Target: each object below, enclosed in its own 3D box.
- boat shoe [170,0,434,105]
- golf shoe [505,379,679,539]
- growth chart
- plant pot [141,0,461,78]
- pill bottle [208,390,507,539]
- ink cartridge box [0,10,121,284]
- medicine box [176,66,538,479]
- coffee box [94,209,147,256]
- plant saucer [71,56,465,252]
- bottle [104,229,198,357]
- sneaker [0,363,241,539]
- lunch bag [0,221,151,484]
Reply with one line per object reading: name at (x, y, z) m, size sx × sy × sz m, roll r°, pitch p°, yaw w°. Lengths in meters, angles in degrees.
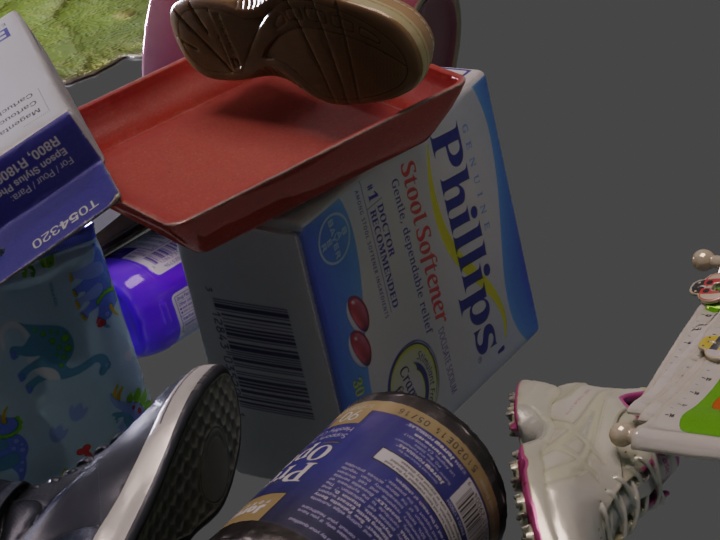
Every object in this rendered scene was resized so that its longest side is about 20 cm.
boat shoe at (-0.024, -0.142, 1.593) m, size 0.064 × 0.071 × 0.200 m, roll -34°, pitch 31°, yaw -33°
golf shoe at (0.126, 0.114, 1.513) m, size 0.091 × 0.076 × 0.200 m, roll -7°, pitch 28°, yaw 6°
growth chart at (0.220, 0.046, 1.529) m, size 0.144 × 0.018 × 0.200 m, roll -1°, pitch 33°, yaw 28°
plant pot at (-0.033, -0.165, 2.029) m, size 0.178 × 0.201 × 0.200 m, roll 16°, pitch 36°, yaw 20°
pill bottle at (-0.018, 0.157, 1.451) m, size 0.112 × 0.112 × 0.200 m, roll 6°, pitch 32°, yaw 35°
ink cartridge box at (-0.245, -0.043, 1.596) m, size 0.196 × 0.043 × 0.200 m, roll -35°, pitch 32°, yaw 0°
medicine box at (0.000, 0.000, 1.671) m, size 0.103 × 0.183 × 0.200 m, roll 8°, pitch 34°, yaw 36°
coffee box at (-0.184, -0.047, 1.861) m, size 0.200 × 0.080 × 0.113 m, roll -32°, pitch 0°, yaw 17°
plant saucer at (-0.069, -0.076, 1.608) m, size 0.200 × 0.037 × 0.199 m, roll -27°, pitch 29°, yaw -25°
bottle at (-0.092, -0.013, 1.875) m, size 0.200 × 0.065 × 0.083 m, roll -33°, pitch 26°, yaw -34°
sneaker at (-0.153, 0.114, 1.446) m, size 0.146 × 0.077 × 0.202 m, roll 3°, pitch 36°, yaw 23°
lunch bag at (-0.239, 0.063, 1.680) m, size 0.200 × 0.171 × 0.127 m, roll -24°, pitch 26°, yaw -15°
